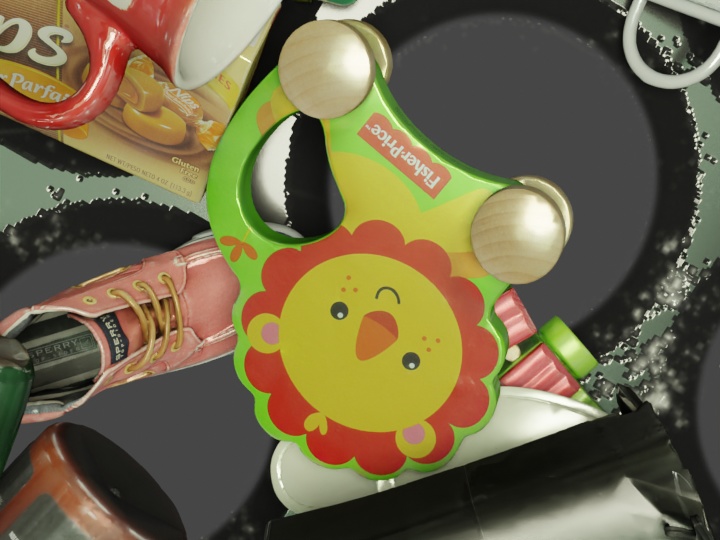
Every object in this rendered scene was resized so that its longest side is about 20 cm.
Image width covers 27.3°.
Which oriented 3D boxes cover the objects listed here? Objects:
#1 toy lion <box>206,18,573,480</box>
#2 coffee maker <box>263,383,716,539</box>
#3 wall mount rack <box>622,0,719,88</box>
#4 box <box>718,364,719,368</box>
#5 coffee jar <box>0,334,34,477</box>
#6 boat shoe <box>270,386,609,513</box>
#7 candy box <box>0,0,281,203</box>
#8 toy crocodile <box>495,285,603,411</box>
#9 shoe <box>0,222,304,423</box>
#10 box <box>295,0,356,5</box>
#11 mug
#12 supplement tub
[{"bbox_3d":[0.000,0.000,0.762,0.200,0.069,0.192,41,105,1],"label":"toy lion"},{"bbox_3d":[0.058,0.143,0.680,0.199,0.192,0.135,-21,78,2],"label":"coffee maker"},{"bbox_3d":[0.206,-0.185,0.760,0.173,0.074,0.201,28,98,33],"label":"wall mount rack"},{"bbox_3d":[0.324,0.082,0.850,0.144,0.036,0.200,-41,98,4],"label":"box"},{"bbox_3d":[-0.229,0.123,0.712,0.104,0.085,0.201,11,100,-27],"label":"coffee jar"},{"bbox_3d":[0.053,0.102,0.816,0.199,0.062,0.073,-6,85,13],"label":"boat shoe"},{"bbox_3d":[-0.153,-0.127,0.774,0.199,0.055,0.116,25,138,-4],"label":"candy box"},{"bbox_3d":[0.078,0.032,0.824,0.067,0.062,0.200,-35,97,4],"label":"toy crocodile"},{"bbox_3d":[-0.118,0.031,0.806,0.199,0.091,0.072,-19,98,2],"label":"shoe"},{"bbox_3d":[-0.085,-0.217,0.797,0.199,0.048,0.118,14,97,0],"label":"box"},{"bbox_3d":[-0.135,-0.178,0.661,0.200,0.134,0.178,36,62,5],"label":"mug"},{"bbox_3d":[-0.197,0.186,0.818,0.107,0.107,0.200,44,95,-6],"label":"supplement tub"}]
